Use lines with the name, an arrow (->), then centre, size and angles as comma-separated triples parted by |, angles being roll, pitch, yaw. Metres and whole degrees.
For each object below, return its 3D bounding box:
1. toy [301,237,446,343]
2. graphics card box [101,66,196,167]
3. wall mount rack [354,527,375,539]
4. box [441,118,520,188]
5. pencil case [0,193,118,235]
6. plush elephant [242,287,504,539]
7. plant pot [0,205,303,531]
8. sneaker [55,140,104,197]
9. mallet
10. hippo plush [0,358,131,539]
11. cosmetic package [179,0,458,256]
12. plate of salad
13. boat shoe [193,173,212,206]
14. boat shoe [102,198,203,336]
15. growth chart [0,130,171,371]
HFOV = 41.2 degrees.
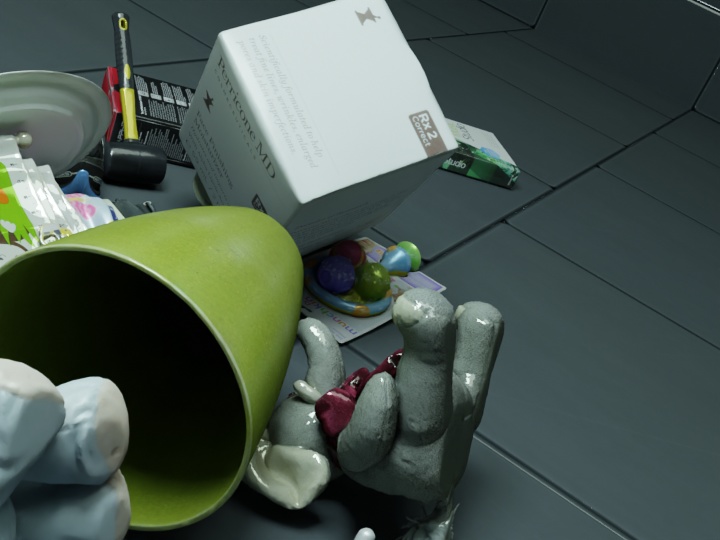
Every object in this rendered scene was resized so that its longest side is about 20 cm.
toy -> 0.000, 0.000, 0.970 | 0.115, 0.047, 0.200 | 34, 27, 23
graphics card box -> -0.199, -0.169, 1.119 | 0.199, 0.051, 0.126 | 10, 30, -25
wall mount rack -> 0.018, 0.240, 0.480 | 0.199, 0.075, 0.174 | 26, 40, 4
box -> 0.132, -0.194, 1.459 | 0.199, 0.036, 0.145 | 13, 28, -20
pencil case -> -0.284, -0.014, 0.722 | 0.199, 0.083, 0.091 | 1, 49, -40
plush elephant -> 0.001, 0.100, 0.683 | 0.154, 0.201, 0.165 | 10, 6, 24
plant pot -> -0.118, 0.034, 0.637 | 0.187, 0.188, 0.200 | 27, 29, 7
sneaker -> -0.288, -0.139, 0.950 | 0.071, 0.083, 0.200 | 7, 31, -32
mallet -> -0.255, -0.184, 1.008 | 0.066, 0.041, 0.201 | -5, 73, -35
hippo plush -> -0.228, 0.121, 0.495 | 0.160, 0.160, 0.200 | 18, 63, 29
cosmetic package -> -0.047, -0.120, 0.881 | 0.164, 0.200, 0.165 | -23, 81, -25
plate of salad -> -0.298, -0.108, 0.765 | 0.200, 0.200, 0.048 | -11, 69, -49
boat shoe -> -0.080, -0.082, 1.020 | 0.198, 0.075, 0.066 | 1, 10, -16
boat shoe -> -0.165, -0.004, 0.811 | 0.066, 0.075, 0.199 | -11, 32, -32
growth chart -> -0.244, -0.018, 0.683 | 0.200, 0.018, 0.145 | 52, 40, 5
